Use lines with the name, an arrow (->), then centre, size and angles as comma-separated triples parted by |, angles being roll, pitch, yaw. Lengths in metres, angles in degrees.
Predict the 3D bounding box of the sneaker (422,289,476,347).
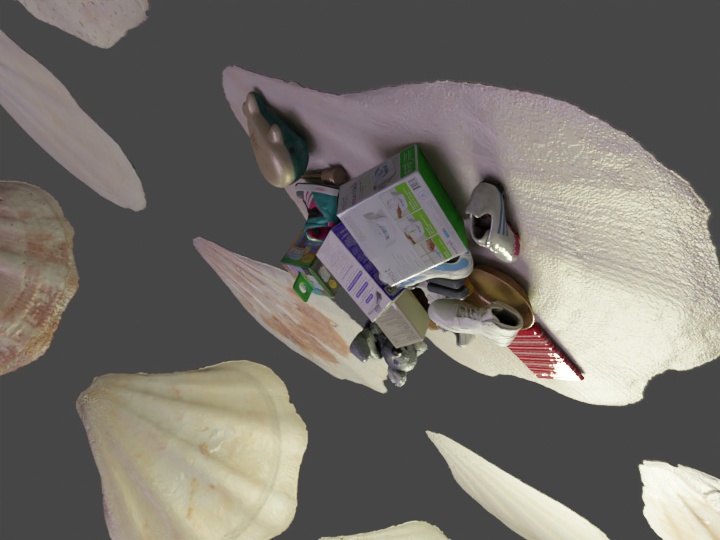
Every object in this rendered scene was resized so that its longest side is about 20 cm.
sneaker -> 0.191, 0.087, 1.395 | 0.200, 0.081, 0.075 | 45, 173, 2

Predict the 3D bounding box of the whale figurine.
whale figurine -> -0.179, -0.283, 1.311 | 0.204, 0.102, 0.159 | 63, 157, -1

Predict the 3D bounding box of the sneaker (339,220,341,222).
sneaker -> 0.010, -0.048, 1.476 | 0.198, 0.085, 0.075 | 39, 159, -7

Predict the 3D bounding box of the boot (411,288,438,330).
boot -> 0.166, 0.056, 1.505 | 0.200, 0.073, 0.166 | 44, 145, -7

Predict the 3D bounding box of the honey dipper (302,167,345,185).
honey dipper -> -0.104, -0.212, 1.388 | 0.197, 0.038, 0.038 | 11, 148, 52

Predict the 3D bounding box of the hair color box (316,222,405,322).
hair color box -> 0.000, 0.000, 1.342 | 0.201, 0.064, 0.110 | 50, 145, 8

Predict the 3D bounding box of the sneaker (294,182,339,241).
sneaker -> -0.100, -0.131, 1.397 | 0.081, 0.125, 0.199 | 6, -175, -28

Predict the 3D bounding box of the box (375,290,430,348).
box -> 0.074, 0.080, 1.467 | 0.093, 0.079, 0.202 | -20, 117, 37

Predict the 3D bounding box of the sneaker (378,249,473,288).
sneaker -> 0.127, -0.014, 1.233 | 0.194, 0.073, 0.074 | -10, 118, 18

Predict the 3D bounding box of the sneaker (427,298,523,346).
sneaker -> 0.244, 0.090, 1.297 | 0.194, 0.075, 0.116 | 17, 155, 3

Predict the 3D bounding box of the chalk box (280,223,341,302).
chalk box -> -0.108, -0.018, 1.561 | 0.122, 0.202, 0.125 | 12, 149, 45

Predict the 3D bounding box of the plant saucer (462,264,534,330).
plant saucer -> 0.286, 0.049, 1.310 | 0.197, 0.036, 0.202 | 33, 158, 14

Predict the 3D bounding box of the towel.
towel -> 0.408, 0.188, 1.422 | 0.199, 0.023, 0.143 | 44, 156, -20

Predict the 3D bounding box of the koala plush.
koala plush -> 0.088, 0.223, 1.817 | 0.197, 0.180, 0.184 | 33, 170, 7

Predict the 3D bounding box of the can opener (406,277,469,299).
can opener -> 0.148, 0.030, 1.305 | 0.198, 0.066, 0.054 | 10, 134, 54

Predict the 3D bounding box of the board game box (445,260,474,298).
board game box -> 0.158, -0.033, 1.300 | 0.202, 0.030, 0.095 | 54, 159, -9

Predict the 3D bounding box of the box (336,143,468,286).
box -> 0.079, -0.094, 1.140 | 0.173, 0.098, 0.201 | -25, 125, 23

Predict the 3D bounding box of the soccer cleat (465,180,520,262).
soccer cleat -> 0.228, -0.067, 1.092 | 0.069, 0.087, 0.202 | 17, 152, 39
